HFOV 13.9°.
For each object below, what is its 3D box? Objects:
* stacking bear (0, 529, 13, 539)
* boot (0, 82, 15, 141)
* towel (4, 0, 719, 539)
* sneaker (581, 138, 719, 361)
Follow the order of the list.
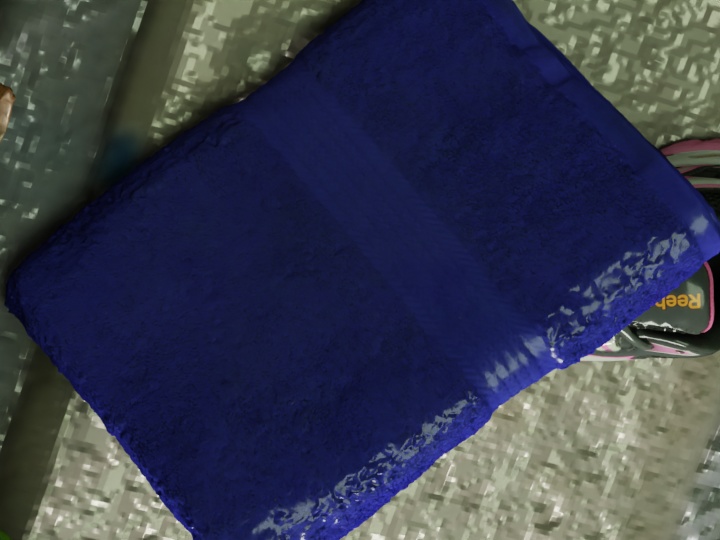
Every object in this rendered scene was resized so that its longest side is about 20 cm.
[{"bbox_3d":[-0.153,0.113,0.906,0.122,0.114,0.200,-49,139,-7],"label":"stacking bear"},{"bbox_3d":[-0.202,-0.002,0.848,0.155,0.077,0.201,24,69,3],"label":"boot"},{"bbox_3d":[0.000,0.000,0.969,0.200,0.148,0.050,-37,157,-9],"label":"towel"},{"bbox_3d":[0.083,-0.003,1.020,0.199,0.086,0.081,-14,111,-18],"label":"sneaker"}]
